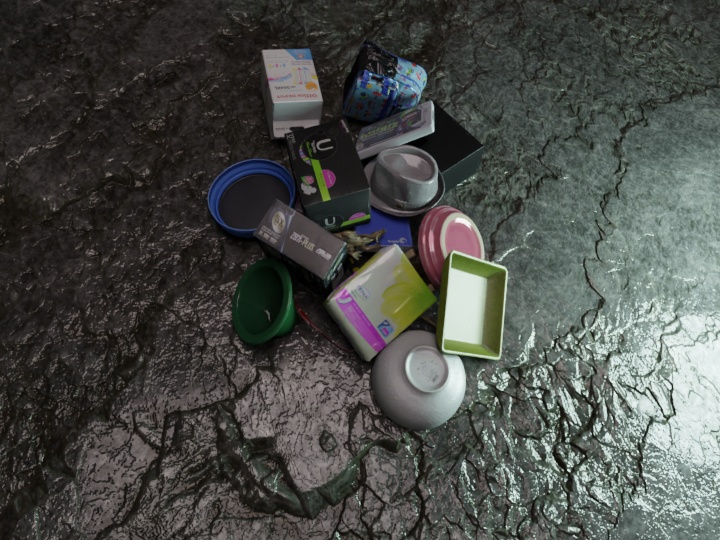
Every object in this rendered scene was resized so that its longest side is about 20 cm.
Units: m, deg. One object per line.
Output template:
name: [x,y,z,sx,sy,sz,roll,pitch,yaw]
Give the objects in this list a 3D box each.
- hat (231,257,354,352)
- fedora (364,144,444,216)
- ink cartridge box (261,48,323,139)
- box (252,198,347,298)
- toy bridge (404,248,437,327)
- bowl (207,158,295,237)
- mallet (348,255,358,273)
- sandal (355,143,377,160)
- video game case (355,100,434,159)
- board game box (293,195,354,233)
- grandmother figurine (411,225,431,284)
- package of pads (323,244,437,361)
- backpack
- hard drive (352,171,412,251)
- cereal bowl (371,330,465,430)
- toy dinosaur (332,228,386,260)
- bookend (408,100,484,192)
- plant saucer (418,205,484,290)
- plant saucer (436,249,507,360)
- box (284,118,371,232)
hat: [-0.147,0.094,1.122,0.175,0.164,0.203,28,38,-49]
fedora: [0.095,-0.217,1.210,0.197,0.091,0.179,24,63,11]
ink cartridge box: [-0.171,-0.428,1.345,0.125,0.126,0.204,-8,63,-15]
box: [-0.113,-0.036,1.095,0.162,0.200,0.087,31,78,7]
toy bridge: [0.132,0.051,1.182,0.066,0.027,0.203,-31,84,15]
bowl: [-0.241,-0.161,1.216,0.195,0.040,0.205,-1,59,2]
mallet: [0.000,0.000,1.203,0.064,0.041,0.203,-13,62,-16]
sandal: [-0.037,-0.282,1.335,0.196,0.044,0.077,-3,38,-22]
video game case: [0.082,-0.339,1.305,0.196,0.024,0.183,-18,29,18]
board game box: [-0.047,-0.160,1.274,0.196,0.041,0.156,19,60,-1]
grandmother figurine: [0.185,-0.067,1.265,0.121,0.060,0.201,44,57,-11]
package of pads: [0.037,0.061,1.113,0.199,0.068,0.156,-38,94,-15]
backpack: [0.066,-0.460,1.388,0.196,0.182,0.138,13,67,-17]
hard drive: [0.043,-0.138,1.241,0.129,0.026,0.204,0,62,-12]
cereal bowl: [0.123,0.209,1.086,0.195,0.084,0.204,5,60,-9]
toy dinosaur: [-0.028,-0.063,1.123,0.196,0.101,0.060,3,104,-25]
bookend: [0.169,-0.294,1.361,0.198,0.093,0.199,-34,64,-16]
plant saucer: [0.212,-0.048,1.206,0.198,0.050,0.206,11,73,-39]
plant saucer: [0.227,0.076,1.137,0.197,0.047,0.205,14,80,-39]
box: [-0.071,-0.201,1.182,0.145,0.125,0.203,-16,62,-6]
